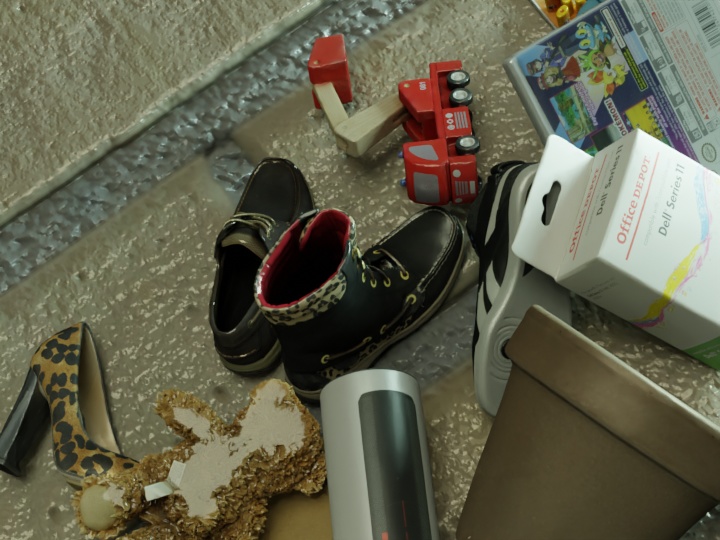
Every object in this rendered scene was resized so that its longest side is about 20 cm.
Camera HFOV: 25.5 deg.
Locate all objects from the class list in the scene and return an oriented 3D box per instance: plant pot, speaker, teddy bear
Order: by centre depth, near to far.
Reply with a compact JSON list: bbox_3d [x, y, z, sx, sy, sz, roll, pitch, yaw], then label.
[{"bbox_3d":[0.161,0.150,1.131,0.200,0.200,0.175,33,93,29],"label":"plant pot"},{"bbox_3d":[0.017,0.180,1.177,0.080,0.081,0.202,-12,60,10],"label":"speaker"},{"bbox_3d":[-0.122,0.166,1.223,0.145,0.067,0.200,39,75,13],"label":"teddy bear"}]

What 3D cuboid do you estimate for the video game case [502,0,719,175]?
[{"bbox_3d":[0.234,-0.121,1.258,0.181,0.023,0.201,-30,99,-8],"label":"video game case"}]

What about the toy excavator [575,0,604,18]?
[{"bbox_3d":[0.223,-0.157,1.331,0.200,0.100,0.195,-43,60,6],"label":"toy excavator"}]

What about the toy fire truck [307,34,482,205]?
[{"bbox_3d":[0.027,-0.130,1.363,0.140,0.049,0.201,-6,43,3],"label":"toy fire truck"}]

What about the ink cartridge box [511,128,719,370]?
[{"bbox_3d":[0.224,-0.023,1.197,0.199,0.067,0.118,27,66,-15],"label":"ink cartridge box"}]

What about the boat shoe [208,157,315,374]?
[{"bbox_3d":[-0.083,-0.014,1.340,0.074,0.073,0.202,-2,62,15],"label":"boat shoe"}]

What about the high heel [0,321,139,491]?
[{"bbox_3d":[-0.201,0.118,1.305,0.199,0.072,0.143,13,65,26],"label":"high heel"}]

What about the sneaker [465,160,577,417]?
[{"bbox_3d":[0.121,0.012,1.276,0.072,0.112,0.202,10,94,-17],"label":"sneaker"}]

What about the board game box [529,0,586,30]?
[{"bbox_3d":[0.215,-0.334,1.459,0.199,0.026,0.201,-32,58,-2],"label":"board game box"}]

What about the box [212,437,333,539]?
[{"bbox_3d":[-0.032,0.232,1.220,0.162,0.021,0.201,-24,58,2],"label":"box"}]

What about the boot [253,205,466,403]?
[{"bbox_3d":[0.000,0.000,1.263,0.200,0.151,0.073,-43,59,-11],"label":"boot"}]
